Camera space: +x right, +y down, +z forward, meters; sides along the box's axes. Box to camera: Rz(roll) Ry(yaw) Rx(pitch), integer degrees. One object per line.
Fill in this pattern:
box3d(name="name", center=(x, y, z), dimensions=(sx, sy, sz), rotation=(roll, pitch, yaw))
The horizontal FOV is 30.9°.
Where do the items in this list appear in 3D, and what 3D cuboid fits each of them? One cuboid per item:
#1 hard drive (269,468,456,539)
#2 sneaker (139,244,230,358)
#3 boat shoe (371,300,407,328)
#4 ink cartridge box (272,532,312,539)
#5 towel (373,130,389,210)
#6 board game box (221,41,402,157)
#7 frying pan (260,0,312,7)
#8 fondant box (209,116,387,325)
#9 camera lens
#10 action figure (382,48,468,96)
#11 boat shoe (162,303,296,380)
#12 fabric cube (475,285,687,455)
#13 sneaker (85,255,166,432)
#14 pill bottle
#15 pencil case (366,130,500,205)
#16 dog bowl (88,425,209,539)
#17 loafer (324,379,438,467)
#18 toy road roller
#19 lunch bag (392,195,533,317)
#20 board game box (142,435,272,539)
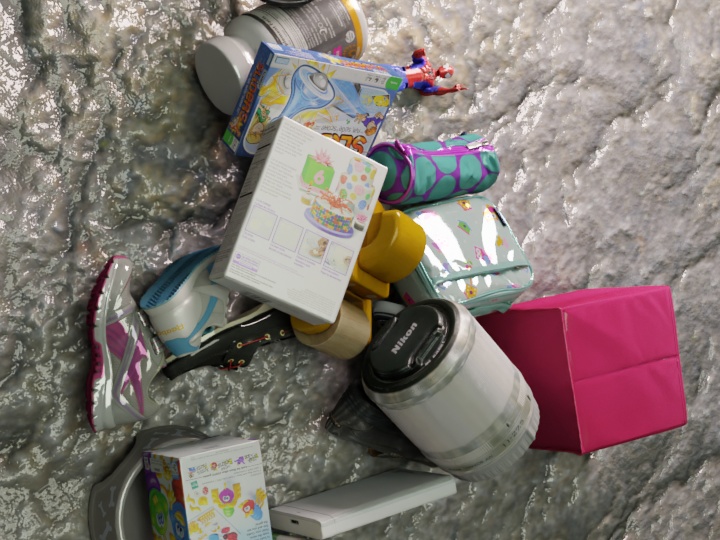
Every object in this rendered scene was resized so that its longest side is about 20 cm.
box3d(name="hard drive", center=(0.002, 0.287, 1.623), dimensions=(0.199, 0.132, 0.027), rotation=(-12, 93, -33))
box3d(name="sneaker", center=(-0.188, 0.028, 1.523), dimensions=(0.081, 0.076, 0.200), rotation=(66, 28, -17))
box3d(name="boat shoe", center=(0.085, 0.120, 1.723), dimensions=(0.200, 0.071, 0.091), rotation=(33, 69, -28))
box3d(name="ink cartridge box", center=(-0.021, 0.374, 1.563), dimensions=(0.144, 0.200, 0.084), rotation=(18, 77, -30))
box3d(name="towel", center=(-0.049, -0.131, 1.674), dimensions=(0.199, 0.034, 0.133), rotation=(0, 86, -33))
box3d(name="board game box", center=(-0.056, -0.195, 1.577), dimensions=(0.199, 0.034, 0.136), rotation=(3, 122, -40))
box3d(name="frying pan", center=(-0.129, -0.363, 1.578), dimensions=(0.189, 0.031, 0.115), rotation=(11, 49, 2))
box3d(name="fondant box", center=(-0.070, -0.055, 1.504), dimensions=(0.144, 0.058, 0.201), rotation=(25, 77, -21))
box3d(name="camera lens", center=(0.110, 0.145, 1.614), dimensions=(0.200, 0.160, 0.160), rotation=(48, 64, -30))
box3d(name="action figure", center=(0.058, -0.255, 1.717), dimensions=(0.199, 0.099, 0.066), rotation=(-15, 96, -35))
box3d(name="boat shoe", center=(-0.152, 0.088, 1.570), dimensions=(0.201, 0.074, 0.063), rotation=(-25, 92, -36))
box3d(name="fabric cube", center=(0.300, 0.134, 1.788), dimensions=(0.199, 0.196, 0.201), rotation=(-10, 93, -33))
box3d(name="sneaker", center=(-0.265, 0.083, 1.488), dimensions=(0.088, 0.081, 0.201), rotation=(1, 94, -18))
box3d(name="pill bottle", center=(-0.097, -0.273, 1.604), dimensions=(0.200, 0.116, 0.117), rotation=(-33, 104, -29))
box3d(name="pencil case", center=(0.095, -0.136, 1.713), dimensions=(0.199, 0.093, 0.085), rotation=(-13, 57, -47))
box3d(name="dog bowl", center=(-0.215, 0.283, 1.528), dimensions=(0.199, 0.059, 0.201), rotation=(2, 86, -33))
box3d(name="loafer", center=(0.036, 0.212, 1.700), dimensions=(0.072, 0.073, 0.200), rotation=(-44, 124, 15))
box3d(name="toy road roller", center=(0.000, 0.000, 1.598), dimensions=(0.123, 0.145, 0.201), rotation=(29, 58, -57))
box3d(name="lunch bag", center=(0.131, -0.012, 1.718), dimensions=(0.199, 0.077, 0.161), rotation=(-12, 63, -38))
box3d(name="board game box", center=(-0.167, 0.295, 1.462), dimensions=(0.104, 0.103, 0.201), rotation=(-8, 91, -33))
